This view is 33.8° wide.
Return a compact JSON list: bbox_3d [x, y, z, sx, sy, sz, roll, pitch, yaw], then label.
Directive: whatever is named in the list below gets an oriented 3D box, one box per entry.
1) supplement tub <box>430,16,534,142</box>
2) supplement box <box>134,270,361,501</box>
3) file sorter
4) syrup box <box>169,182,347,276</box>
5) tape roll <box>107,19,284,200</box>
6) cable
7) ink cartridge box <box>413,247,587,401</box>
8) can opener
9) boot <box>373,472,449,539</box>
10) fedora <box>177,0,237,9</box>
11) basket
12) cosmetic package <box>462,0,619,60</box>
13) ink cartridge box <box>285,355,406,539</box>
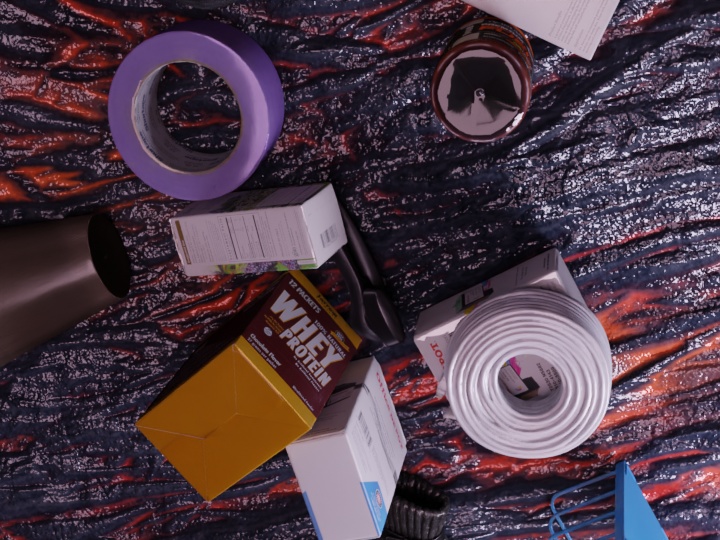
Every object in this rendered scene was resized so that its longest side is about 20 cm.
[{"bbox_3d":[0.135,-0.215,1.284,0.105,0.200,0.109,3,112,8],"label":"supplement tub"},{"bbox_3d":[-0.133,0.135,1.451,0.197,0.200,0.133,-38,100,31],"label":"supplement box"},{"bbox_3d":[0.307,0.366,1.476,0.122,0.200,0.140,-27,104,21],"label":"file sorter"},{"bbox_3d":[-0.125,-0.049,1.433,0.197,0.079,0.083,-5,111,30],"label":"syrup box"},{"bbox_3d":[-0.195,-0.192,1.417,0.197,0.085,0.203,4,111,10],"label":"tape roll"},{"bbox_3d":[0.195,0.121,1.380,0.197,0.069,0.203,15,113,4],"label":"cable"},{"bbox_3d":[0.183,0.087,1.453,0.198,0.084,0.146,-26,104,19],"label":"ink cartridge box"},{"bbox_3d":[0.000,0.000,1.471,0.078,0.063,0.202,-19,97,44],"label":"can opener"},{"bbox_3d":[0.109,0.367,1.576,0.208,0.080,0.160,14,113,5],"label":"boot"},{"bbox_3d":[-0.164,-0.400,1.327,0.197,0.092,0.204,3,111,9],"label":"fedora"},{"bbox_3d":[-0.405,0.013,1.510,0.197,0.136,0.183,-17,102,12],"label":"basket"},{"bbox_3d":[0.186,-0.325,1.296,0.198,0.085,0.109,26,112,0],"label":"cosmetic package"},{"bbox_3d":[-0.014,0.221,1.478,0.082,0.200,0.147,-13,108,17],"label":"ink cartridge box"}]
